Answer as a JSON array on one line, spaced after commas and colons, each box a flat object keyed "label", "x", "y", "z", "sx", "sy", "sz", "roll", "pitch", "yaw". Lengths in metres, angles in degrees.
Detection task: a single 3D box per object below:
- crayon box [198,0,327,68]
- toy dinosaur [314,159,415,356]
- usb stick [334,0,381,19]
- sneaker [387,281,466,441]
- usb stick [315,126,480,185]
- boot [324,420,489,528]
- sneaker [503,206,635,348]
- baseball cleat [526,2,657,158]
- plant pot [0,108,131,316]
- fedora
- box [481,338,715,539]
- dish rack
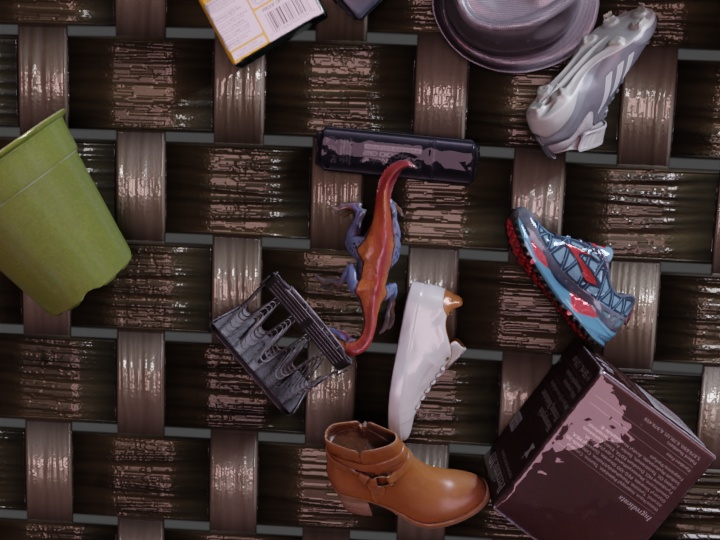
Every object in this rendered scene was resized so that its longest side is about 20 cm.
[{"label": "crayon box", "x": -0.140, "y": -0.360, "z": 1.077, "sx": 0.125, "sy": 0.052, "sz": 0.201, "roll": -27, "pitch": 96, "yaw": 7}, {"label": "toy dinosaur", "x": 0.000, "y": 0.000, "z": 1.067, "sx": 0.104, "sy": 0.201, "sz": 0.183, "roll": 5, "pitch": 56, "yaw": -4}, {"label": "usb stick", "x": 0.049, "y": -0.377, "z": 1.064, "sx": 0.200, "sy": 0.033, "sz": 0.056, "roll": -42, "pitch": 92, "yaw": 8}, {"label": "sneaker", "x": 0.082, "y": 0.120, "z": 1.118, "sx": 0.084, "sy": 0.073, "sz": 0.202, "roll": 11, "pitch": 97, "yaw": 5}, {"label": "usb stick", "x": 0.045, "y": -0.139, "z": 1.106, "sx": 0.198, "sy": 0.033, "sz": 0.056, "roll": 6, "pitch": 105, "yaw": 3}, {"label": "boot", "x": 0.054, "y": 0.241, "z": 1.101, "sx": 0.198, "sy": 0.074, "sz": 0.156, "roll": -4, "pitch": 135, "yaw": 7}, {"label": "sneaker", "x": 0.253, "y": -0.008, "z": 1.098, "sx": 0.095, "sy": 0.079, "sz": 0.200, "roll": -40, "pitch": 102, "yaw": -1}, {"label": "baseball cleat", "x": 0.277, "y": -0.215, "z": 1.070, "sx": 0.200, "sy": 0.070, "sz": 0.107, "roll": -42, "pitch": 127, "yaw": -4}, {"label": "plant pot", "x": -0.374, "y": -0.056, "z": 1.080, "sx": 0.199, "sy": 0.200, "sz": 0.191, "roll": -33, "pitch": 106, "yaw": 8}, {"label": "fedora", "x": 0.181, "y": -0.318, "z": 1.041, "sx": 0.198, "sy": 0.090, "sz": 0.179, "roll": 4, "pitch": 99, "yaw": 3}, {"label": "box", "x": 0.270, "y": 0.220, "z": 1.073, "sx": 0.164, "sy": 0.166, "sz": 0.201, "roll": 36, "pitch": 98, "yaw": -3}, {"label": "dish rack", "x": -0.092, "y": 0.086, "z": 1.075, "sx": 0.154, "sy": 0.200, "sz": 0.055, "roll": 48, "pitch": 63, "yaw": -3}]
